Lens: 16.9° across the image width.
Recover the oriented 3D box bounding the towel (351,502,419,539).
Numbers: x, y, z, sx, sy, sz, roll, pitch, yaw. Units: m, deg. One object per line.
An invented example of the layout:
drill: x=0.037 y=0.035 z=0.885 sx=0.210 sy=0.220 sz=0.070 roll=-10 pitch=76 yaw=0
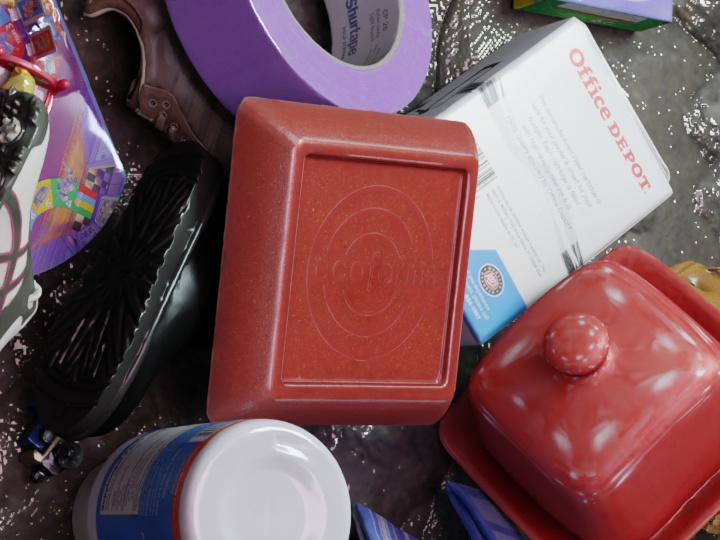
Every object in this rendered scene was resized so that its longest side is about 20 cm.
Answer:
towel: x=0.089 y=0.223 z=1.591 sx=0.199 sy=0.145 sz=0.024 roll=30 pitch=99 yaw=-16

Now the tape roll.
tape roll: x=-0.040 y=-0.184 z=1.571 sx=0.200 sy=0.065 sz=0.201 roll=27 pitch=53 yaw=-43

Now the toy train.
toy train: x=-0.156 y=0.050 z=1.540 sx=0.046 sy=0.034 sz=0.200 roll=41 pitch=66 yaw=-15

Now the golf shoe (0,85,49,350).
golf shoe: x=-0.232 y=-0.014 z=1.472 sx=0.088 sy=0.077 sz=0.201 roll=20 pitch=97 yaw=-47

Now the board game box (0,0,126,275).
board game box: x=-0.229 y=-0.094 z=1.511 sx=0.158 sy=0.039 sz=0.201 roll=-25 pitch=96 yaw=-30

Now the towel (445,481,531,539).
towel: x=0.161 y=0.207 z=1.642 sx=0.199 sy=0.147 sz=0.024 roll=17 pitch=116 yaw=-35

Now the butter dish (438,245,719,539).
butter dish: x=0.157 y=0.076 z=1.583 sx=0.200 sy=0.199 sz=0.148 roll=-43 pitch=147 yaw=-4

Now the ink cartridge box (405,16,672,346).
ink cartridge box: x=0.097 y=-0.060 z=1.667 sx=0.200 sy=0.084 sz=0.146 roll=-36 pitch=102 yaw=-28

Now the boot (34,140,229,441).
boot: x=-0.097 y=0.042 z=1.511 sx=0.158 sy=0.079 sz=0.212 roll=42 pitch=68 yaw=-36

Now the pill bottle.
pill bottle: x=-0.099 y=0.150 z=1.466 sx=0.112 sy=0.200 sz=0.113 roll=4 pitch=82 yaw=-28

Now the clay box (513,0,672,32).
clay box: x=0.172 y=-0.282 z=1.757 sx=0.114 sy=0.048 sz=0.201 roll=6 pitch=82 yaw=-29

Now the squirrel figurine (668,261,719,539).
squirrel figurine: x=0.258 y=0.094 z=1.716 sx=0.186 sy=0.141 sz=0.201 roll=36 pitch=66 yaw=-14

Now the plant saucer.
plant saucer: x=0.000 y=0.000 z=1.515 sx=0.199 sy=0.037 sz=0.201 roll=3 pitch=93 yaw=-42

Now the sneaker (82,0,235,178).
sneaker: x=-0.111 y=-0.107 z=1.577 sx=0.075 sy=0.070 sz=0.201 roll=-26 pitch=97 yaw=-7
